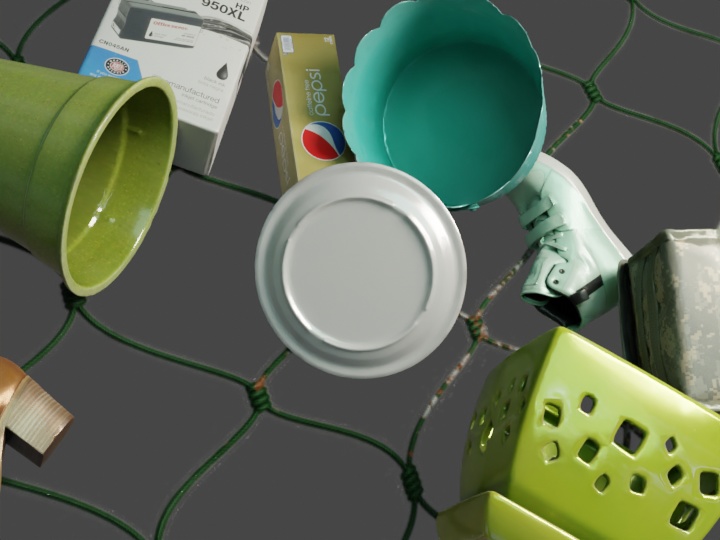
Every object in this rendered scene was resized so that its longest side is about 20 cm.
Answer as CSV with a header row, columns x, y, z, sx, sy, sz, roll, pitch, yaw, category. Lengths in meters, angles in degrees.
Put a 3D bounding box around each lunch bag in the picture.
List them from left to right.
x,y,z,sx,sy,sz,roll,pitch,yaw,category
0.306,0.059,1.035,0.117,0.200,0.165,-2,78,-4,lunch bag

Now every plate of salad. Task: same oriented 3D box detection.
x,y,z,sx,sy,sz,roll,pitch,yaw,category
0.000,0.000,1.028,0.198,0.048,0.202,1,98,8,plate of salad

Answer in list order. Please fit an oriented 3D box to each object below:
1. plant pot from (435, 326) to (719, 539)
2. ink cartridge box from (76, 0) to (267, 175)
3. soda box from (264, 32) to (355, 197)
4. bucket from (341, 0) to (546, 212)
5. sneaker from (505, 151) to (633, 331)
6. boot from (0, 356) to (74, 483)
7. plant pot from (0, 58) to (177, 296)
x,y,z,sx,sy,sz,roll,pitch,yaw,category
0.184,0.189,0.946,0.198,0.200,0.182,30,69,-1,plant pot
-0.186,-0.217,1.100,0.144,0.084,0.201,18,60,-8,ink cartridge box
-0.050,-0.138,1.111,0.063,0.068,0.201,-1,64,-17,soda box
0.088,-0.155,1.079,0.205,0.135,0.209,-1,87,14,bucket
0.187,-0.033,1.123,0.118,0.074,0.201,-35,81,-35,sneaker
-0.344,0.142,0.876,0.155,0.077,0.200,34,57,0,boot
-0.289,-0.106,0.971,0.189,0.201,0.201,22,59,9,plant pot
